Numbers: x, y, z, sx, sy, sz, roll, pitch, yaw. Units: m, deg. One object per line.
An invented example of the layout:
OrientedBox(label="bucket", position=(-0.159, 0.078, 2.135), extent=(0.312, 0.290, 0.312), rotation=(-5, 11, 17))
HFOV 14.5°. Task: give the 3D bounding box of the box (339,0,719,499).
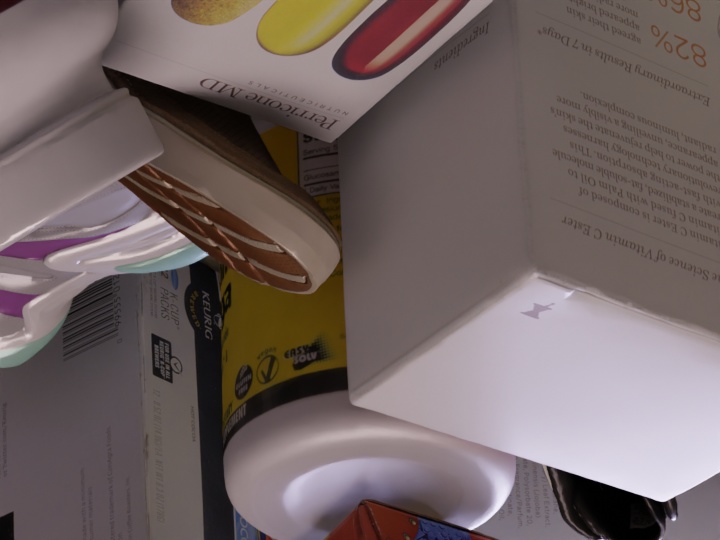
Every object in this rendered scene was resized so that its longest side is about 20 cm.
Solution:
OrientedBox(label="box", position=(0.081, -0.040, 1.040), extent=(0.152, 0.201, 0.106), rotation=(20, 143, -31))

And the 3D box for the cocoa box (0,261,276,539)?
OrientedBox(label="cocoa box", position=(-0.104, 0.109, 1.292), extent=(0.133, 0.201, 0.131), rotation=(-25, 143, 29))

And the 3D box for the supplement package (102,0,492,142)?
OrientedBox(label="supplement package", position=(-0.003, -0.148, 0.956), extent=(0.113, 0.110, 0.200), rotation=(17, 145, -28))

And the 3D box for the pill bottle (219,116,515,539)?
OrientedBox(label="pill bottle", position=(0.000, 0.000, 1.117), extent=(0.112, 0.201, 0.113), rotation=(-2, 149, -1))

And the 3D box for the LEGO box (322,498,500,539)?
OrientedBox(label="LEGO box", position=(-0.015, 0.210, 1.084), extent=(0.077, 0.149, 0.200), rotation=(20, 129, -31))

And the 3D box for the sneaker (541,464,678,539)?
OrientedBox(label="sneaker", position=(0.116, 0.079, 1.236), extent=(0.075, 0.116, 0.200), rotation=(-18, 148, 24))

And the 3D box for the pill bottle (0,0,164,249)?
OrientedBox(label="pill bottle", position=(-0.151, -0.103, 0.921), extent=(0.113, 0.201, 0.113), rotation=(-31, -176, 2))

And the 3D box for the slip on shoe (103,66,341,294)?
OrientedBox(label="slip on shoe", position=(-0.069, -0.057, 1.045), extent=(0.200, 0.061, 0.076), rotation=(30, 165, 46))

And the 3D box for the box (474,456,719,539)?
OrientedBox(label="box", position=(0.111, 0.123, 1.425), extent=(0.199, 0.107, 0.152), rotation=(0, 149, -3))

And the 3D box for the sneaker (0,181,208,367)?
OrientedBox(label="sneaker", position=(-0.158, -0.033, 1.184), extent=(0.200, 0.078, 0.140), rotation=(-30, 139, 24))
